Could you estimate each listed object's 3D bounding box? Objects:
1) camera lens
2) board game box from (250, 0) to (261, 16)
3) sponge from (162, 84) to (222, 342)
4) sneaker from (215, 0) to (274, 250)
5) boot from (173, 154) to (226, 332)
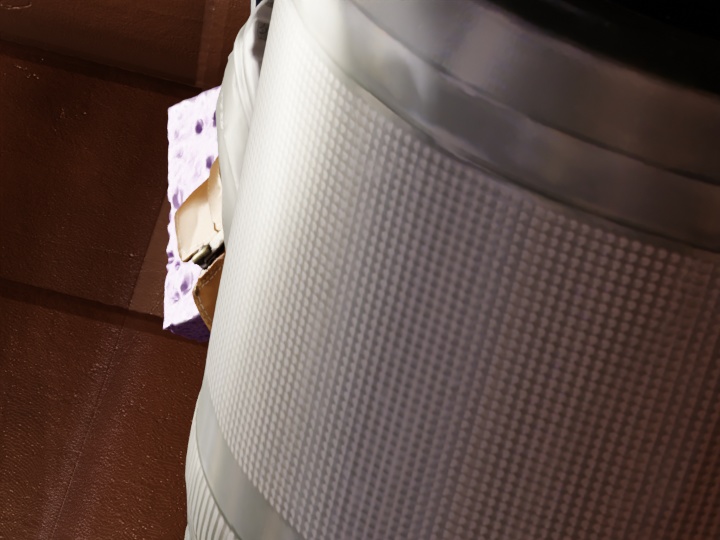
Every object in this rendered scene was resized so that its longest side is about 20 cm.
[{"bbox_3d":[0.051,0.010,0.432,0.160,0.159,0.201,-76,-1,-58],"label":"camera lens"},{"bbox_3d":[0.039,-0.091,1.069,0.062,0.199,0.201,132,142,-68],"label":"board game box"},{"bbox_3d":[-0.015,-0.044,0.937,0.200,0.030,0.112,-19,63,44],"label":"sponge"},{"bbox_3d":[-0.005,0.008,0.744,0.082,0.074,0.201,148,115,-64],"label":"sneaker"},{"bbox_3d":[0.000,0.000,0.820,0.155,0.077,0.201,-42,56,28],"label":"boot"}]
